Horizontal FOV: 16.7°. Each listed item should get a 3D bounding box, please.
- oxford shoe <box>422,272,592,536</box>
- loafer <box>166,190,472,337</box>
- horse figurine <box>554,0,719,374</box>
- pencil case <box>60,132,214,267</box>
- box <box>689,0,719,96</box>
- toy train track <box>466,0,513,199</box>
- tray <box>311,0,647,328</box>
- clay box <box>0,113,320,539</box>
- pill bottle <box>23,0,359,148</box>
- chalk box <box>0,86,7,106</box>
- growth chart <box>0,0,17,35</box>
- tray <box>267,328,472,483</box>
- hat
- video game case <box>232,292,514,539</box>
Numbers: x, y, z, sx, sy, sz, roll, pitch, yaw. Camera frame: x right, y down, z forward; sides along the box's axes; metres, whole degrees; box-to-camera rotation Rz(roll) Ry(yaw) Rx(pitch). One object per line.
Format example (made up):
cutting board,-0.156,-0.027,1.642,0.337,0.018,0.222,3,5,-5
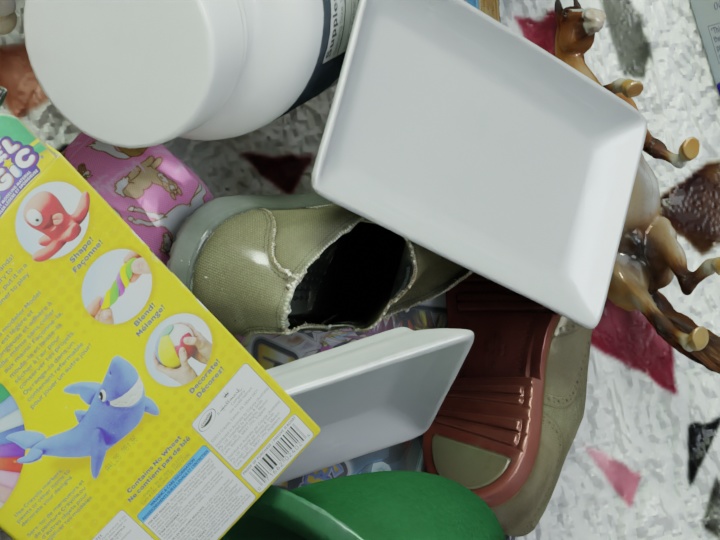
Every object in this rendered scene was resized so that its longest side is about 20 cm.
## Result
oxford shoe,0.081,0.032,1.191,0.075,0.070,0.201,50,53,-52
loafer,0.000,0.000,1.096,0.199,0.069,0.076,-15,124,-49
horse figurine,0.140,-0.034,1.241,0.050,0.132,0.201,-23,105,-14
pencil case,-0.143,0.026,1.043,0.200,0.083,0.087,-50,118,-30
box,0.272,-0.193,1.351,0.183,0.105,0.201,-22,96,-36
toy train track,0.050,-0.109,1.191,0.115,0.032,0.201,49,29,-41
tray,0.052,-0.053,1.088,0.199,0.022,0.108,26,74,-43
clay box,-0.117,0.036,0.928,0.115,0.048,0.200,-46,124,-7
pill bottle,-0.056,-0.122,1.062,0.200,0.119,0.120,-36,105,-58
chalk box,-0.252,-0.014,0.949,0.125,0.124,0.201,37,65,-26
growth chart,-0.099,-0.184,1.084,0.018,0.145,0.200,38,61,15
tray,-0.053,0.070,1.058,0.199,0.108,0.022,-17,69,-20
hat,0.048,0.102,1.078,0.176,0.165,0.201,-48,152,-25
video game case,0.000,0.082,1.170,0.180,0.025,0.202,11,77,-34
